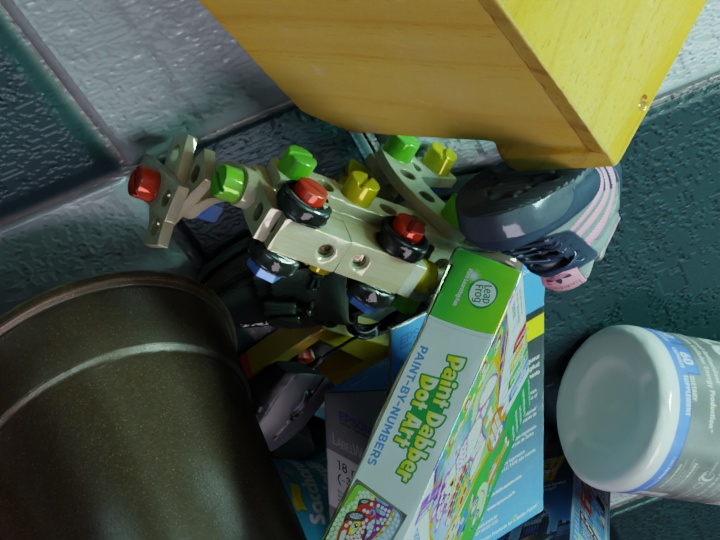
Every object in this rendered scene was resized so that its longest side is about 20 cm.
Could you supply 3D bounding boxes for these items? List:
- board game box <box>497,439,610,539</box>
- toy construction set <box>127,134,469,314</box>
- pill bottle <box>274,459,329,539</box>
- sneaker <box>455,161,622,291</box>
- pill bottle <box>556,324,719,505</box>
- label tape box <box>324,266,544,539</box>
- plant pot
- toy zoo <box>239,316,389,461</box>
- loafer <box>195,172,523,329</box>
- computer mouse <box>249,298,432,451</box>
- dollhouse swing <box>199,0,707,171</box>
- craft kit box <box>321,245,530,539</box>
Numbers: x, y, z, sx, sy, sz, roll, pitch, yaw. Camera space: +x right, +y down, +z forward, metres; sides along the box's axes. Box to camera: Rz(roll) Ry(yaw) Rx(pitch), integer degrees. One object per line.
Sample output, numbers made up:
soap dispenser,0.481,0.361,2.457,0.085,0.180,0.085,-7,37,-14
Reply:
board game box,0.100,0.206,1.469,0.199,0.200,0.062,-18,113,31
toy construction set,-0.023,-0.035,1.113,0.198,0.131,0.093,5,124,-21
pill bottle,-0.061,0.181,1.369,0.199,0.111,0.111,6,141,-30
sneaker,0.106,-0.023,1.123,0.070,0.083,0.200,-3,-168,23
pill bottle,0.245,0.106,1.431,0.199,0.114,0.114,10,138,-35
label tape box,0.049,0.088,1.299,0.144,0.063,0.201,-26,126,-37
plant pot,-0.121,0.140,1.146,0.199,0.199,0.201,-21,143,-17
toy zoo,-0.038,0.084,1.358,0.199,0.021,0.131,-35,143,25
loafer,0.000,0.000,1.215,0.199,0.063,0.072,-18,147,3
computer mouse,-0.019,0.064,1.290,0.058,0.034,0.200,22,130,-42
dollhouse swing,0.048,-0.163,1.029,0.183,0.175,0.200,-60,143,-10
craft kit box,0.038,0.117,1.135,0.048,0.198,0.200,23,161,16
